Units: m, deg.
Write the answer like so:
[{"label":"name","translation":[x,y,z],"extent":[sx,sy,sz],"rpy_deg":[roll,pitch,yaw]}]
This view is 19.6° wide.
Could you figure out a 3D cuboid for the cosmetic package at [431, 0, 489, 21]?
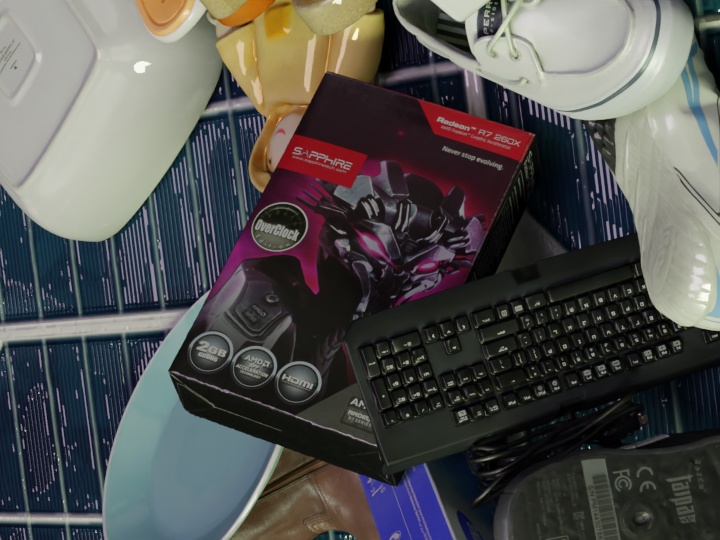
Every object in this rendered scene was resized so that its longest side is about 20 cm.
[{"label":"cosmetic package","translation":[0.068,-0.260,0.967],"extent":[0.165,0.165,0.200],"rpy_deg":[37,132,-22]}]

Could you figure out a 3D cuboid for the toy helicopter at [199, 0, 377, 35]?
[{"label":"toy helicopter","translation":[-0.026,-0.172,1.060],"extent":[0.132,0.079,0.200],"rpy_deg":[-39,32,2]}]

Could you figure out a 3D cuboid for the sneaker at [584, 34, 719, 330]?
[{"label":"sneaker","translation":[0.160,-0.063,1.029],"extent":[0.072,0.072,0.200],"rpy_deg":[-39,56,50]}]

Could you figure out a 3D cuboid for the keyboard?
[{"label":"keyboard","translation":[0.099,0.045,1.011],"extent":[0.040,0.200,0.104],"rpy_deg":[150,102,-74]}]

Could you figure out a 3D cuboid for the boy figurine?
[{"label":"boy figurine","translation":[-0.040,-0.133,1.190],"extent":[0.124,0.064,0.201],"rpy_deg":[3,95,38]}]

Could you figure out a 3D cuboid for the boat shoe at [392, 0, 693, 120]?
[{"label":"boat shoe","translation":[0.081,-0.117,1.036],"extent":[0.200,0.067,0.074],"rpy_deg":[11,89,61]}]

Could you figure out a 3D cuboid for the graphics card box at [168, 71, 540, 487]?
[{"label":"graphics card box","translation":[0.000,0.000,1.079],"extent":[0.125,0.051,0.200],"rpy_deg":[19,65,17]}]

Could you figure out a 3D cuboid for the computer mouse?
[{"label":"computer mouse","translation":[0.166,0.141,0.996],"extent":[0.046,0.199,0.141],"rpy_deg":[138,116,-80]}]

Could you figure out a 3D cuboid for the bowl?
[{"label":"bowl","translation":[-0.194,-0.137,1.319],"extent":[0.200,0.075,0.200],"rpy_deg":[53,124,22]}]

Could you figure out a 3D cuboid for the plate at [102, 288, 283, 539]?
[{"label":"plate","translation":[-0.089,0.097,1.242],"extent":[0.200,0.026,0.201],"rpy_deg":[-38,37,37]}]

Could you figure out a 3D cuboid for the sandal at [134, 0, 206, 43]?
[{"label":"sandal","translation":[-0.135,-0.223,1.225],"extent":[0.079,0.059,0.207],"rpy_deg":[-42,47,25]}]

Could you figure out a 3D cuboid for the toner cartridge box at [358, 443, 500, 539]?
[{"label":"toner cartridge box","translation":[0.054,0.137,1.053],"extent":[0.043,0.095,0.200],"rpy_deg":[-49,24,13]}]

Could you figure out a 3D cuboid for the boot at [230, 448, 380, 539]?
[{"label":"boot","translation":[-0.027,0.162,1.218],"extent":[0.200,0.064,0.187],"rpy_deg":[-33,61,36]}]
